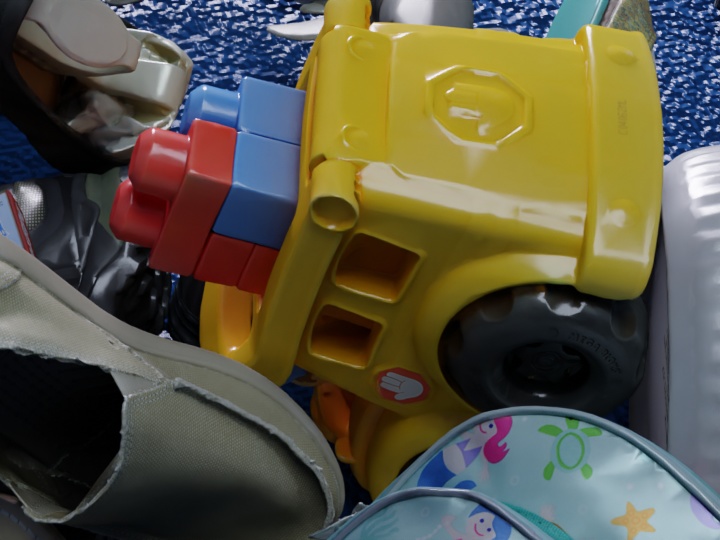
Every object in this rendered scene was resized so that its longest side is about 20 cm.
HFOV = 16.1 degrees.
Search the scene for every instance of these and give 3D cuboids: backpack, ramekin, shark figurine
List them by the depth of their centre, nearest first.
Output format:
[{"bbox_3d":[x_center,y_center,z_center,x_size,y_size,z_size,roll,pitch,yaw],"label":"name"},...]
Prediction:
[{"bbox_3d":[0.051,0.146,0.820,0.200,0.151,0.178,-43,63,-4],"label":"backpack"},{"bbox_3d":[0.158,0.044,0.952,0.104,0.201,0.201,1,49,1],"label":"ramekin"},{"bbox_3d":[-0.011,-0.150,1.140,0.213,0.090,0.128,21,22,35],"label":"shark figurine"}]

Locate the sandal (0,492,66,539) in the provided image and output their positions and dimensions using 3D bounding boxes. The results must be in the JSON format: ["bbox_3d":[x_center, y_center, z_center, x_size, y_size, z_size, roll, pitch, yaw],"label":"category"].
[{"bbox_3d":[-0.115,0.168,0.834,0.069,0.078,0.213,0,60,-47],"label":"sandal"}]

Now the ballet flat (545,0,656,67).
[{"bbox_3d":[0.097,-0.059,1.117,0.070,0.071,0.201,21,48,7],"label":"ballet flat"}]

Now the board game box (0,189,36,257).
[{"bbox_3d":[-0.205,0.051,0.932,0.199,0.019,0.103,-23,53,0],"label":"board game box"}]

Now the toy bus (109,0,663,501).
[{"bbox_3d":[0.000,0.000,0.935,0.190,0.201,0.136,11,49,-11],"label":"toy bus"}]

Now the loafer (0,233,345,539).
[{"bbox_3d":[-0.086,0.058,0.864,0.199,0.076,0.069,31,27,-30],"label":"loafer"}]

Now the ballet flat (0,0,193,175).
[{"bbox_3d":[-0.111,-0.077,1.009,0.068,0.200,0.069,10,81,23],"label":"ballet flat"}]

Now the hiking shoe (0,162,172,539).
[{"bbox_3d":[-0.135,0.044,0.980,0.100,0.076,0.201,-1,47,13],"label":"hiking shoe"}]

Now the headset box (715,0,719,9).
[{"bbox_3d":[0.291,-0.148,1.197,0.200,0.093,0.174,38,52,21],"label":"headset box"}]

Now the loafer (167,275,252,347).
[{"bbox_3d":[-0.004,-0.037,1.064,0.072,0.073,0.200,28,49,15],"label":"loafer"}]
